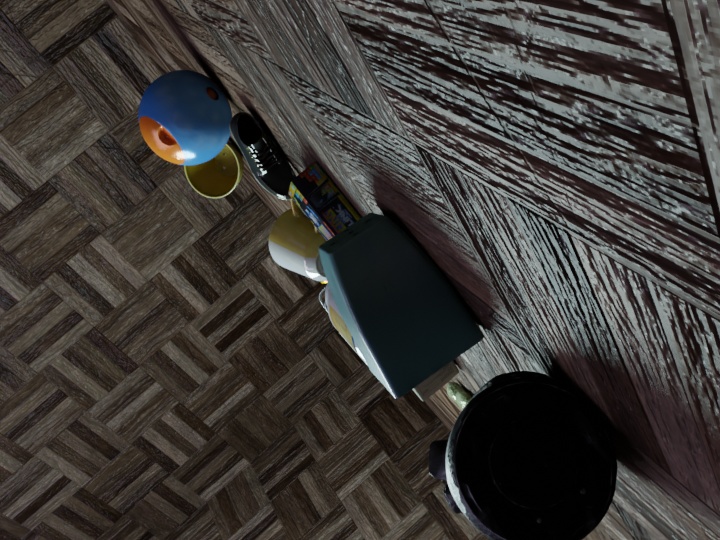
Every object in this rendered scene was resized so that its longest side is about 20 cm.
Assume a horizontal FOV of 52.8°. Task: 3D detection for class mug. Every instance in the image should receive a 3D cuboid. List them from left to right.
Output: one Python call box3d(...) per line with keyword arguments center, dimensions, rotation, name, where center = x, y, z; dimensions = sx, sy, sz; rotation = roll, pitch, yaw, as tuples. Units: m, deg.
box3d(center=(-0.114, -0.059, 1.605), dimensions=(0.153, 0.150, 0.187), rotation=(32, 170, 48), name="mug")

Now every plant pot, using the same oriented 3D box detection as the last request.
box3d(center=(-0.472, -0.357, 2.446), dimensions=(0.200, 0.200, 0.142), rotation=(50, -157, -4), name="plant pot")
box3d(center=(0.038, 0.032, 0.967), dimensions=(0.201, 0.141, 0.141), rotation=(59, 173, -13), name="plant pot")

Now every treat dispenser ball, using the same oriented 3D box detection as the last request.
box3d(center=(-0.378, -0.330, 1.574), dimensions=(0.201, 0.201, 0.201), rotation=(49, 175, 6), name="treat dispenser ball")

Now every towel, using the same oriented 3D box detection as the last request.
box3d(center=(0.280, 0.348, 1.660), dimensions=(0.200, 0.036, 0.148), rotation=(52, 174, -18), name="towel")

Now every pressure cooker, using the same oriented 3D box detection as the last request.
box3d(center=(0.176, 0.214, 0.804), dimensions=(0.176, 0.179, 0.200), rotation=(45, 173, 16), name="pressure cooker")

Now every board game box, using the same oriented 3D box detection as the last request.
box3d(center=(-0.053, -0.095, 1.254), dimensions=(0.166, 0.057, 0.200), rotation=(52, 175, -4), name="board game box")

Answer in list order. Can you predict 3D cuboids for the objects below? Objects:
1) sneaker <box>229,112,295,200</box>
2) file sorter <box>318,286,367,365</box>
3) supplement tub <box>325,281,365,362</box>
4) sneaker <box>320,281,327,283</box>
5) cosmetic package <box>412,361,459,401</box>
box3d(center=(-0.189, -0.219, 1.426), dimensions=(0.201, 0.075, 0.106), rotation=(53, 177, -15), name="sneaker")
box3d(center=(0.007, 0.092, 1.633), dimensions=(0.125, 0.138, 0.200), rotation=(55, 173, -24), name="file sorter")
box3d(center=(0.028, 0.068, 1.229), dimensions=(0.145, 0.144, 0.200), rotation=(52, 175, -28), name="supplement tub")
box3d(center=(-0.109, -0.003, 2.301), dimensions=(0.201, 0.077, 0.073), rotation=(53, 176, -13), name="sneaker")
box3d(center=(0.110, 0.161, 1.430), dimensions=(0.087, 0.103, 0.200), rotation=(48, 173, 39), name="cosmetic package")
